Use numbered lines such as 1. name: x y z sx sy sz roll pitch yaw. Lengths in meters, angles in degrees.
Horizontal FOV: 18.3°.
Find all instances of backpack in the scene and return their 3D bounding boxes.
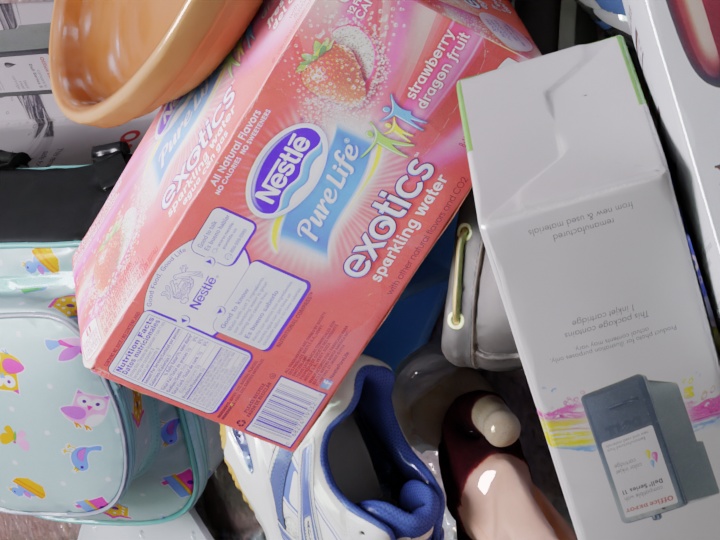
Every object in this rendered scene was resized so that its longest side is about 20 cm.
1. backpack: -0.156 0.051 1.208 0.175 0.154 0.200 -3 132 25

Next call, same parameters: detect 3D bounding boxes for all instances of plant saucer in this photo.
1. plant saucer: -0.069 -0.150 0.909 0.200 0.037 0.201 -45 35 43

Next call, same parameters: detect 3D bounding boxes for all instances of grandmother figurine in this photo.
1. grandmother figurine: 0.063 0.103 0.998 0.200 0.060 0.122 -118 32 -49

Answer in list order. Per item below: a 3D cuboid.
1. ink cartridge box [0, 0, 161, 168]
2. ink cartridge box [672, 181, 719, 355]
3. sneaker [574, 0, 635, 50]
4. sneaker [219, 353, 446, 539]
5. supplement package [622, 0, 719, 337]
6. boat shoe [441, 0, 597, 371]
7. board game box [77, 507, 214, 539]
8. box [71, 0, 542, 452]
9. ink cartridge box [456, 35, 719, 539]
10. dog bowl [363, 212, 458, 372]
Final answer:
1. ink cartridge box: -0.233 -0.082 1.287 0.146 0.200 0.084 -44 60 51
2. ink cartridge box: 0.143 0.052 0.912 0.119 0.042 0.201 -13 86 56
3. sneaker: 0.111 -0.183 0.864 0.077 0.076 0.201 -6 94 60
4. sneaker: 0.001 0.129 0.994 0.088 0.075 0.200 -5 111 48
5. supplement package: 0.153 -0.075 0.762 0.110 0.113 0.201 44 -150 -81
6. boat shoe: 0.066 -0.057 0.921 0.060 0.072 0.202 -2 72 14
7. board game box: -0.112 0.216 1.341 0.200 0.026 0.200 53 138 34
8. box: -0.027 -0.042 0.903 0.200 0.102 0.095 -57 26 21
9. ink cartridge box: 0.095 0.032 0.809 0.117 0.067 0.200 -94 -13 -60
10. dog bowl: 0.000 0.000 1.052 0.050 0.111 0.200 42 132 25
